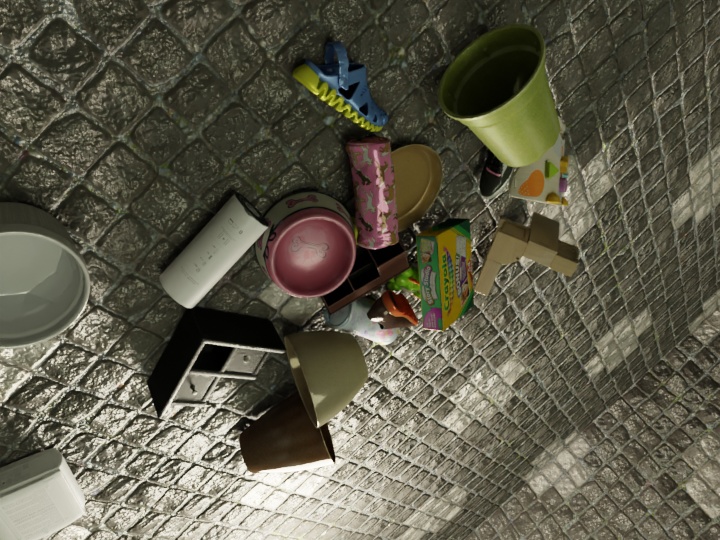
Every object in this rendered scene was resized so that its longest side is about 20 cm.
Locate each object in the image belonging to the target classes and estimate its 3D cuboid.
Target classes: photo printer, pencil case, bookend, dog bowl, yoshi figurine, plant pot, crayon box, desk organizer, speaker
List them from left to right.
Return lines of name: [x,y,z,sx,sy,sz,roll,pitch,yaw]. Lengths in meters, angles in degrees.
photo printer: [-0.638,0.451,1.177,0.163,0.070,0.204,-20,136,-22]
speaker: [-0.252,-0.032,1.033,0.200,0.081,0.081,-46,139,7]
bookend: [-0.285,0.190,1.196,0.196,0.093,0.202,16,116,-45]
plant pot: [-0.178,0.394,1.418,0.195,0.190,0.189,-19,138,-1]
dog bowl: [-0.094,-0.039,1.114,0.195,0.074,0.205,-9,120,-16]
desk organizer: [0.000,0.000,1.233,0.197,0.073,0.077,-30,155,-3]
pencil case: [0.006,0.110,1.356,0.198,0.084,0.091,22,114,-47]
pencil case: [0.023,-0.140,1.100,0.080,0.087,0.206,-11,110,-10]
plant pot: [0.078,-0.165,1.207,0.196,0.028,0.204,-22,137,-22]
yoshi figurine: [0.113,0.008,1.360,0.109,0.116,0.199,-8,167,26]
crayon box: [0.187,0.004,1.307,0.171,0.057,0.206,-27,115,-55]
plant pot: [0.268,-0.295,1.085,0.200,0.201,0.184,-44,132,7]

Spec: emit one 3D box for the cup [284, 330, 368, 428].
cup: [-0.066,0.212,1.294,0.140,0.202,0.204,-19,136,-16]

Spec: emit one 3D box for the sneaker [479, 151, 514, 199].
sneaker: [0.287,-0.247,1.246,0.098,0.070,0.204,-2,122,-57]

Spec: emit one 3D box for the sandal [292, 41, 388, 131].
sandal: [-0.015,-0.298,0.982,0.198,0.080,0.088,24,107,-48]

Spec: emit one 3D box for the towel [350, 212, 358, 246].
towel: [-0.066,-0.045,1.194,0.197,0.018,0.086,-31,145,0]

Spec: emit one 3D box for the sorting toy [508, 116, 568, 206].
sorting toy: [0.414,-0.240,1.324,0.199,0.104,0.185,-7,109,-62]

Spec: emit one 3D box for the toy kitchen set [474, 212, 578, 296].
toy kitchen set: [0.413,-0.027,1.497,0.164,0.196,0.184,-56,166,-54]

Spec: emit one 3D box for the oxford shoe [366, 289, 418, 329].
oxford shoe: [0.072,0.095,1.332,0.072,0.072,0.199,-33,153,13]

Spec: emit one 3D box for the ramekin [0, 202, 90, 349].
ramekin: [-0.496,0.002,0.856,0.196,0.105,0.204,-20,135,-21]
